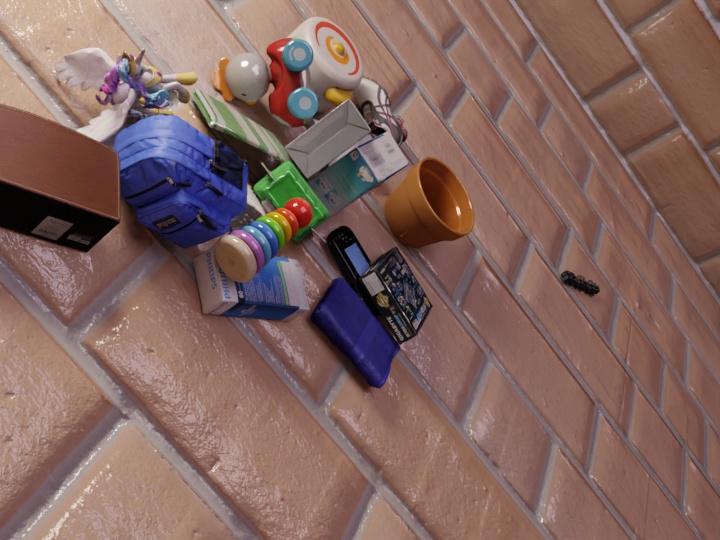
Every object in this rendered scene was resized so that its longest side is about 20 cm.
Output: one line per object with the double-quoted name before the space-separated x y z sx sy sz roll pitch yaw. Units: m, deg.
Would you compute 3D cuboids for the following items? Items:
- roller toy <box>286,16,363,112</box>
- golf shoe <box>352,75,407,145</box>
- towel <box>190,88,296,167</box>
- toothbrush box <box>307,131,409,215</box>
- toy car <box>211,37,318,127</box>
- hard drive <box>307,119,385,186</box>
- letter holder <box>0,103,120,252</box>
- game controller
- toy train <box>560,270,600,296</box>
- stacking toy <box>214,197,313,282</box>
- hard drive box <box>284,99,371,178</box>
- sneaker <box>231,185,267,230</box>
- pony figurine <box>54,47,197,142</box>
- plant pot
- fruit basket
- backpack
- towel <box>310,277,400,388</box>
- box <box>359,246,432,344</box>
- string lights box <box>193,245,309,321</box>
"roller toy" -0.089 -0.464 1.815 0.182 0.139 0.201 39 41 -26
"golf shoe" 0.038 -0.385 1.974 0.200 0.077 0.088 53 43 -9
"towel" -0.226 -0.270 1.559 0.199 0.023 0.153 26 18 -40
"toothbrush box" -0.021 -0.185 1.649 0.086 0.200 0.146 56 36 -2
"toy car" -0.200 -0.374 1.639 0.199 0.184 0.178 -8 100 -11
"hard drive" -0.029 -0.266 1.847 0.199 0.026 0.133 4 63 -49
"letter holder" -0.459 -0.134 1.164 0.199 0.100 0.143 20 49 -42
"game controller" 0.000 0.000 1.680 0.201 0.042 0.104 59 35 -2
"toy train" 0.680 0.038 2.496 0.199 0.034 0.046 20 39 -41
"stacking toy" -0.150 -0.062 1.365 0.200 0.085 0.086 -39 97 -40
"hard drive box" -0.065 -0.260 1.615 0.077 0.156 0.200 54 3 -8
"sneaker" -0.211 -0.118 1.484 0.200 0.076 0.081 51 27 -14
"pony figurine" -0.382 -0.292 1.321 0.200 0.192 0.168 8 61 -70
"plant pot" 0.150 -0.143 1.880 0.200 0.140 0.201 31 45 -36
"fruit basket" -0.137 -0.127 1.536 0.186 0.094 0.200 53 -8 -12
"backpack" -0.292 -0.144 1.290 0.200 0.162 0.169 40 37 -47
"towel" -0.010 0.123 1.581 0.200 0.049 0.148 51 29 -11
"box" 0.079 0.047 1.693 0.159 0.046 0.200 58 20 -6
"string lights box" -0.188 0.026 1.416 0.199 0.059 0.103 10 58 -47
